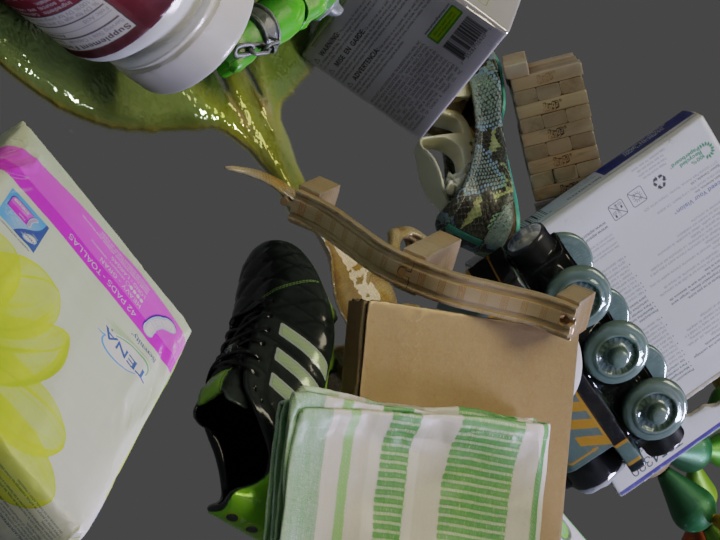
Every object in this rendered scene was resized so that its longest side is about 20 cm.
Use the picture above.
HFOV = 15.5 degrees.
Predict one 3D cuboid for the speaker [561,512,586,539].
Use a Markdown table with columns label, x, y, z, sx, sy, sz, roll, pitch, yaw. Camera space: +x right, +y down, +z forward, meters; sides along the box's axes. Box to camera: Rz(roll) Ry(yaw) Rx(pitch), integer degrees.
| label | x | y | z | sx | sy | sz | roll | pitch | yaw |
| --- | --- | --- | --- | --- | --- | --- | --- | --- | --- |
| speaker | 0.107 | 0.193 | 1.666 | 0.200 | 0.088 | 0.089 | 49 | 31 | -25 |

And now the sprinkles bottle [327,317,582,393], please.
| label | x | y | z | sx | sy | sz | roll | pitch | yaw |
| --- | --- | --- | --- | --- | --- | --- | --- | --- | --- |
| sprinkles bottle | 0.048 | 0.067 | 1.630 | 0.199 | 0.068 | 0.069 | -9 | 74 | -43 |

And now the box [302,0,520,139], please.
| label | x | y | z | sx | sy | sz | roll | pitch | yaw |
| --- | --- | --- | --- | --- | --- | --- | --- | --- | --- |
| box | 0.050 | -0.202 | 1.842 | 0.101 | 0.113 | 0.200 | 35 | 35 | -9 |

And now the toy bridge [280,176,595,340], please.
| label | x | y | z | sx | sy | sz | roll | pitch | yaw |
| --- | --- | --- | --- | --- | --- | --- | --- | --- | --- |
| toy bridge | 0.039 | -0.005 | 1.589 | 0.199 | 0.027 | 0.067 | 23 | 20 | 17 |

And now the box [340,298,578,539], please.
| label | x | y | z | sx | sy | sz | roll | pitch | yaw |
| --- | --- | --- | --- | --- | --- | --- | --- | --- | --- |
| box | 0.055 | 0.126 | 1.564 | 0.163 | 0.021 | 0.202 | 9 | 83 | -35 |

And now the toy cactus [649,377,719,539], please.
| label | x | y | z | sx | sy | sz | roll | pitch | yaw |
| --- | --- | --- | --- | --- | --- | --- | --- | --- | --- |
| toy cactus | 0.238 | 0.133 | 1.951 | 0.164 | 0.102 | 0.201 | 7 | 69 | -47 |

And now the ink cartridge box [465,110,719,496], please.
| label | x | y | z | sx | sy | sz | roll | pitch | yaw |
| --- | --- | --- | --- | --- | --- | --- | --- | --- | --- |
| ink cartridge box | 0.206 | 0.023 | 1.879 | 0.201 | 0.196 | 0.043 | 58 | -7 | -14 |

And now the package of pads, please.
| label | x | y | z | sx | sy | sz | roll | pitch | yaw |
| --- | --- | --- | --- | --- | --- | --- | --- | --- | --- |
| package of pads | -0.174 | 0.041 | 1.333 | 0.155 | 0.068 | 0.200 | 53 | 31 | -18 |

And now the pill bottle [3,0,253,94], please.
| label | x | y | z | sx | sy | sz | roll | pitch | yaw |
| --- | --- | --- | --- | --- | --- | --- | --- | --- | --- |
| pill bottle | -0.158 | -0.190 | 1.497 | 0.200 | 0.114 | 0.115 | 36 | 38 | -41 |

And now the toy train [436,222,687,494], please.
| label | x | y | z | sx | sy | sz | roll | pitch | yaw |
| --- | --- | --- | --- | --- | --- | --- | --- | --- | --- |
| toy train | 0.139 | 0.062 | 1.803 | 0.200 | 0.114 | 0.085 | 54 | 7 | -25 |

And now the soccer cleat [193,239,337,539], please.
| label | x | y | z | sx | sy | sz | roll | pitch | yaw |
| --- | --- | --- | --- | --- | --- | --- | --- | --- | --- |
| soccer cleat | -0.057 | 0.062 | 1.522 | 0.081 | 0.067 | 0.201 | 25 | 47 | -37 |

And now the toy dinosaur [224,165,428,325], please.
| label | x | y | z | sx | sy | sz | roll | pitch | yaw |
| --- | --- | --- | --- | --- | --- | --- | --- | --- | --- |
| toy dinosaur | 0.000 | 0.000 | 1.673 | 0.201 | 0.058 | 0.101 | 61 | 29 | -6 |

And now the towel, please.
| label | x | y | z | sx | sy | sz | roll | pitch | yaw |
| --- | --- | --- | --- | --- | --- | --- | --- | --- | --- |
| towel | 0.028 | 0.149 | 1.507 | 0.199 | 0.023 | 0.154 | 8 | 86 | -40 |

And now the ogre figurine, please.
| label | x | y | z | sx | sy | sz | roll | pitch | yaw |
| --- | --- | --- | --- | --- | --- | --- | --- | --- | --- |
| ogre figurine | -0.075 | -0.230 | 1.704 | 0.119 | 0.098 | 0.201 | -10 | 60 | -43 |

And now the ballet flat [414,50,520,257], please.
| label | x | y | z | sx | sy | sz | roll | pitch | yaw |
| --- | --- | --- | --- | --- | --- | --- | --- | --- | --- |
| ballet flat | 0.069 | -0.095 | 1.865 | 0.074 | 0.074 | 0.201 | 41 | 27 | -36 |

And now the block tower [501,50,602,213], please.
| label | x | y | z | sx | sy | sz | roll | pitch | yaw |
| --- | --- | --- | --- | --- | --- | --- | --- | --- | --- |
| block tower | 0.150 | -0.060 | 1.909 | 0.054 | 0.057 | 0.201 | -90 | 166 | -78 |
